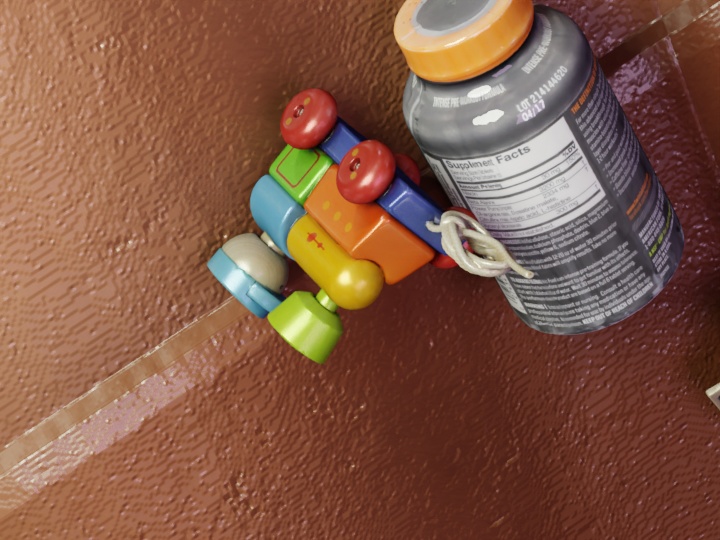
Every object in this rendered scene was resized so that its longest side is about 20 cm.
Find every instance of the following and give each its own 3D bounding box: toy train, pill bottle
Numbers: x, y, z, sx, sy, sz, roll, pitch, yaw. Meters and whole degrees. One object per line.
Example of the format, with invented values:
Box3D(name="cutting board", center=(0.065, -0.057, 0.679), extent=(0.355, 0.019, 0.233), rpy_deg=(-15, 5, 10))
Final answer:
Box3D(name="toy train", center=(0.000, 0.000, 1.333), extent=(0.085, 0.200, 0.116), rpy_deg=(36, 96, -37))
Box3D(name="pill bottle", center=(0.090, -0.069, 1.409), extent=(0.106, 0.106, 0.200), rpy_deg=(-38, 125, -10))

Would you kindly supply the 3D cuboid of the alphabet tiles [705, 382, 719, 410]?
Box3D(name="alphabet tiles", center=(0.308, 0.040, 1.587), extent=(0.200, 0.006, 0.166), rpy_deg=(-32, 146, 10))
